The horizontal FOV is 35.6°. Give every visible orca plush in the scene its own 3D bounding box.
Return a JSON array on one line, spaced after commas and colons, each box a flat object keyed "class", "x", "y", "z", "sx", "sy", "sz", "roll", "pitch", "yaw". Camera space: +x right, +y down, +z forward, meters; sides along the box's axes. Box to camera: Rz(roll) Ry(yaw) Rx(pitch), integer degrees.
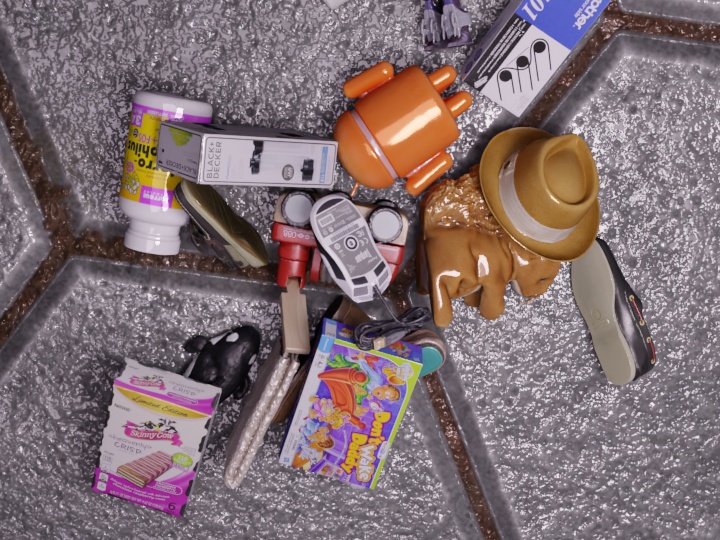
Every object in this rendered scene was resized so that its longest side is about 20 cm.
[{"class": "orca plush", "x": -0.220, "y": 0.151, "z": 1.515, "sx": 0.198, "sy": 0.071, "sz": 0.106, "roll": -26, "pitch": 98, "yaw": 4}]

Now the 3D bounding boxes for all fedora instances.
[{"class": "fedora", "x": 0.245, "y": -0.112, "z": 1.415, "sx": 0.200, "sy": 0.201, "sz": 0.082, "roll": 39, "pitch": 141, "yaw": -6}]

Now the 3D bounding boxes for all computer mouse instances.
[{"class": "computer mouse", "x": 0.000, "y": 0.000, "z": 1.389, "sx": 0.109, "sy": 0.044, "sz": 0.201, "roll": -28, "pitch": 87, "yaw": -26}]

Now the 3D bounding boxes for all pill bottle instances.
[{"class": "pill bottle", "x": -0.256, "y": -0.126, "z": 1.453, "sx": 0.103, "sy": 0.104, "sz": 0.203, "roll": 10, "pitch": 99, "yaw": -2}]

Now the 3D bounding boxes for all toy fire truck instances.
[{"class": "toy fire truck", "x": -0.037, "y": 0.003, "z": 1.462, "sx": 0.174, "sy": 0.129, "sz": 0.203, "roll": 10, "pitch": 100, "yaw": -2}]

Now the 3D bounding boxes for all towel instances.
[{"class": "towel", "x": -0.135, "y": 0.182, "z": 1.490, "sx": 0.034, "sy": 0.133, "sz": 0.202, "roll": 25, "pitch": 98, "yaw": -8}]

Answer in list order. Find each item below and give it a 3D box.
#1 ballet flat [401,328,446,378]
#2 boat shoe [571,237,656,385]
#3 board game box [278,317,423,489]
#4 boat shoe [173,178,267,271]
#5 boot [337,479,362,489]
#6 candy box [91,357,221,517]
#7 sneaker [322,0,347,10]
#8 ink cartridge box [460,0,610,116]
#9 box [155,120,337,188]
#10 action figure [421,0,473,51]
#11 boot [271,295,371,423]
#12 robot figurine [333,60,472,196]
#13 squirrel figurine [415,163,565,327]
[{"class": "ballet flat", "x": 0.022, "y": 0.133, "z": 1.479, "sx": 0.198, "sy": 0.067, "sz": 0.069, "roll": -22, "pitch": 118, "yaw": 11}, {"class": "boat shoe", "x": 0.340, "y": 0.049, "z": 1.507, "sx": 0.063, "sy": 0.073, "sz": 0.204, "roll": -18, "pitch": 89, "yaw": -33}, {"class": "board game box", "x": -0.014, "y": 0.173, "z": 1.436, "sx": 0.133, "sy": 0.045, "sz": 0.202, "roll": 16, "pitch": 115, "yaw": -7}, {"class": "boat shoe", "x": -0.188, "y": -0.049, "z": 1.437, "sx": 0.066, "sy": 0.201, "sz": 0.072, "roll": -28, "pitch": 58, "yaw": 11}, {"class": "boot", "x": -0.001, "y": 0.192, "z": 1.522, "sx": 0.095, "sy": 0.074, "sz": 0.202, "roll": 25, "pitch": 94, "yaw": -1}, {"class": "candy box", "x": -0.274, "y": 0.226, "z": 1.495, "sx": 0.135, "sy": 0.061, "sz": 0.202, "roll": 17, "pitch": 123, "yaw": -3}, {"class": "sneaker", "x": -0.055, "y": -0.433, "z": 1.419, "sx": 0.115, "sy": 0.074, "sz": 0.201, "roll": -30, "pitch": 99, "yaw": 2}, {"class": "ink cartridge box", "x": 0.222, "y": -0.301, "z": 1.413, "sx": 0.093, "sy": 0.044, "sz": 0.201, "roll": 28, "pitch": 119, "yaw": -17}, {"class": "box", "x": -0.141, "y": -0.144, "z": 1.396, "sx": 0.198, "sy": 0.116, "sz": 0.061, "roll": -2, "pitch": 105, "yaw": -37}, {"class": "action figure", "x": 0.101, "y": -0.383, "z": 1.414, "sx": 0.129, "sy": 0.069, "sz": 0.203, "roll": 1, "pitch": 104, "yaw": 45}, {"class": "boot", "x": -0.054, "y": 0.137, "z": 1.518, "sx": 0.075, "sy": 0.074, "sz": 0.201, "roll": 35, "pitch": 95, "yaw": -16}, {"class": "robot figurine", "x": 0.047, "y": -0.185, "z": 1.439, "sx": 0.199, "sy": 0.117, "sz": 0.144, "roll": -34, "pitch": 131, "yaw": 5}, {"class": "squirrel figurine", "x": 0.170, "y": -0.038, "z": 1.455, "sx": 0.184, "sy": 0.142, "sz": 0.203, "roll": -5, "pitch": 102, "yaw": -6}]
